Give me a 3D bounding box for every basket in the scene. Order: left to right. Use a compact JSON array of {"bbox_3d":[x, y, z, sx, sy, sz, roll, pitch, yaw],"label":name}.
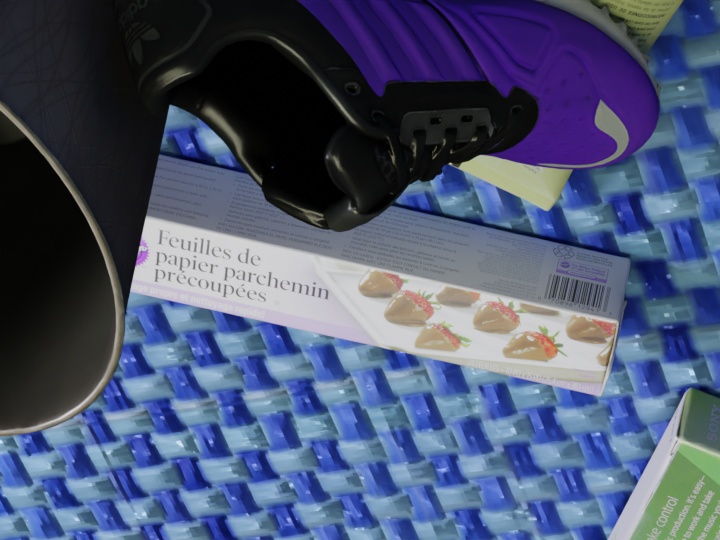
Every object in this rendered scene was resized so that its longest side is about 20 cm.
[{"bbox_3d":[-0.126,-0.075,0.874,0.136,0.200,0.180,-31,114,33],"label":"basket"}]

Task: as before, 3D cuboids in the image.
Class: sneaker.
[{"bbox_3d":[0.008,-0.051,0.852,0.200,0.100,0.070,18,142,-26],"label":"sneaker"}]

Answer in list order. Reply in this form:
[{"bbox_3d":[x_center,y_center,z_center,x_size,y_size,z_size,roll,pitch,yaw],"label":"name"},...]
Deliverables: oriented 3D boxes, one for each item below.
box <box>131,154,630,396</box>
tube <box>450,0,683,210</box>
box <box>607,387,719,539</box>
[{"bbox_3d":[0.000,0.000,1.007,0.199,0.042,0.039,12,130,4],"label":"box"},{"bbox_3d":[0.077,-0.097,0.908,0.058,0.052,0.200,52,135,17],"label":"tube"},{"bbox_3d":[0.193,0.137,1.070,0.199,0.036,0.145,20,130,-3],"label":"box"}]
